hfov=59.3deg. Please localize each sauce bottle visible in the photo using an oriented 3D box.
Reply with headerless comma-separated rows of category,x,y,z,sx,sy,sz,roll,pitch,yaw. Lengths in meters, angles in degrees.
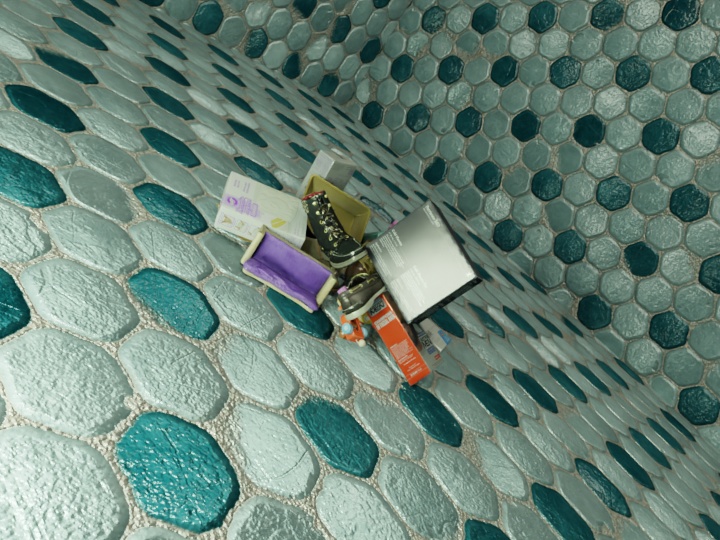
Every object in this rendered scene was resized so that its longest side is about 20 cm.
sauce bottle,0.000,0.000,1.525,0.064,0.065,0.201,35,41,-4

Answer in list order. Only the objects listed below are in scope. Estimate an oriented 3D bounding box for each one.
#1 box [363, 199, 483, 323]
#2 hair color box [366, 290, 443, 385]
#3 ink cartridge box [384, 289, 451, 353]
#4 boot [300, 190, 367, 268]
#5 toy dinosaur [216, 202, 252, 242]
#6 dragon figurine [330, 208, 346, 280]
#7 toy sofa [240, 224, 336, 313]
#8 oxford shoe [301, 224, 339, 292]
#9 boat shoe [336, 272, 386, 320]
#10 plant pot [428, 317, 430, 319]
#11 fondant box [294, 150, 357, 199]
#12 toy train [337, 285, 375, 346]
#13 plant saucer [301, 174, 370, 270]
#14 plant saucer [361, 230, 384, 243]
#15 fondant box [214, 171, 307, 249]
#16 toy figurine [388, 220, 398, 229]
box,0.139,-0.016,1.387,0.202,0.181,0.104,60,15,14
hair color box,0.098,0.143,1.411,0.202,0.064,0.111,57,22,9
ink cartridge box,0.115,0.138,1.530,0.199,0.068,0.116,41,18,11
boot,-0.064,-0.092,1.388,0.203,0.073,0.156,20,-45,67
toy dinosaur,-0.246,-0.090,1.464,0.198,0.059,0.101,34,34,1
dragon figurine,-0.069,-0.061,1.586,0.058,0.101,0.202,-7,47,-15
toy sofa,-0.152,-0.003,1.353,0.198,0.083,0.098,32,17,-15
oxford shoe,-0.109,-0.037,1.512,0.201,0.075,0.070,50,24,16
boat shoe,0.005,0.039,1.350,0.061,0.071,0.201,60,23,-9
plant pot,0.141,0.019,1.633,0.138,0.204,0.141,2,11,14
fondant box,-0.107,-0.227,1.761,0.058,0.202,0.144,36,17,19
toy train,-0.003,0.117,1.399,0.199,0.055,0.152,20,41,-56
plant saucer,-0.087,-0.117,1.660,0.198,0.203,0.048,29,-22,-24
plant saucer,0.011,-0.067,1.697,0.019,0.072,0.199,7,-3,-25
fondant box,-0.219,-0.128,1.431,0.197,0.059,0.146,20,37,-16
toy figurine,0.103,-0.073,1.830,0.198,0.185,0.151,29,19,-20
